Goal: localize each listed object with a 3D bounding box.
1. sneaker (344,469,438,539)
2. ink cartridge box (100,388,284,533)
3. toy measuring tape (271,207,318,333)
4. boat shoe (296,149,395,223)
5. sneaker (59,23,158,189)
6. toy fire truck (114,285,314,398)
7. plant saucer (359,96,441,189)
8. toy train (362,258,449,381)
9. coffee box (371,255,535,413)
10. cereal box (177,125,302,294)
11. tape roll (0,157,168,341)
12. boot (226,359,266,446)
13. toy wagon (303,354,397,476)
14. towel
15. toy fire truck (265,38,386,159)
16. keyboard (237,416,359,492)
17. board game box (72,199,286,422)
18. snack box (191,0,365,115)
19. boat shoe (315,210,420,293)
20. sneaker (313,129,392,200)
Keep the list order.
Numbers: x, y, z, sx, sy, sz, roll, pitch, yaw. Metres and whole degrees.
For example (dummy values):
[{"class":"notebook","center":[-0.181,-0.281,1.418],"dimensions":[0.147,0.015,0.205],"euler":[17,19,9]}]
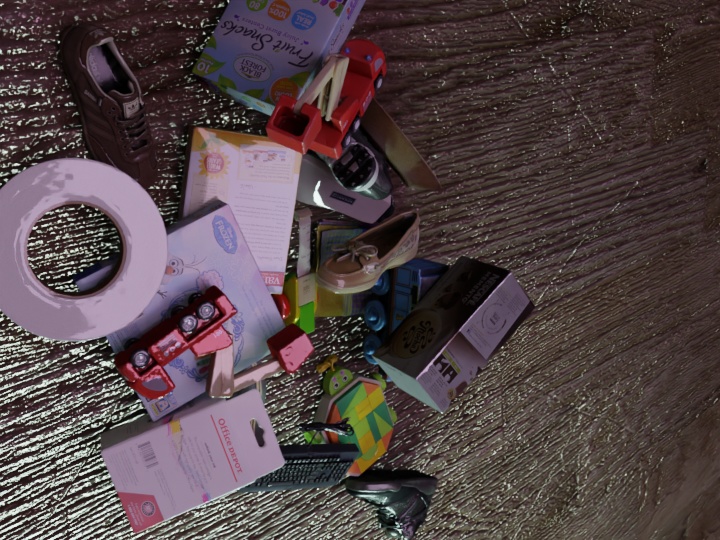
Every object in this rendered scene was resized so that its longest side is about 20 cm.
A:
[{"class":"sneaker","center":[0.047,0.384,1.412],"dimensions":[0.199,0.076,0.115],"euler":[19,82,-49]},{"class":"ink cartridge box","center":[-0.207,0.225,1.079],"dimensions":[0.199,0.067,0.117],"euler":[-21,104,-12]},{"class":"toy measuring tape","center":[-0.094,0.005,1.178],"dimensions":[0.073,0.073,0.201],"euler":[-20,122,-38]},{"class":"boat shoe","center":[-0.044,-0.140,1.203],"dimensions":[0.200,0.075,0.093],"euler":[24,43,-26]},{"class":"sneaker","center":[-0.272,-0.174,0.967],"dimensions":[0.070,0.075,0.200],"euler":[-38,124,-29]},{"class":"toy fire truck","center":[-0.170,0.099,1.025],"dimensions":[0.200,0.049,0.141],"euler":[-37,114,-13]},{"class":"plant saucer","center":[0.035,-0.180,1.188],"dimensions":[0.035,0.200,0.200],"euler":[-39,130,4]},{"class":"toy train","center":[0.067,0.071,1.291],"dimensions":[0.087,0.114,0.201],"euler":[-4,104,-42]},{"class":"coffee box","center":[0.128,0.084,1.195],"dimensions":[0.200,0.113,0.080],"euler":[-46,121,-13]},{"class":"cereal box","center":[-0.157,-0.074,1.096],"dimensions":[0.143,0.040,0.201],"euler":[6,100,-24]},{"class":"tape roll","center":[-0.313,-0.023,0.952],"dimensions":[0.202,0.037,0.204],"euler":[-3,98,-23]},{"class":"boot","center":[-0.198,0.178,1.136],"dimensions":[0.138,0.077,0.201],"euler":[-16,111,-34]},{"class":"toy wagon","center":[-0.018,0.222,1.334],"dimensions":[0.155,0.040,0.201],"euler":[-36,124,-31]},{"class":"towel","center":[0.000,0.000,1.303],"dimensions":[0.200,0.023,0.144],"euler":[2,99,-43]},{"class":"toy fire truck","center":[-0.033,-0.206,1.019],"dimensions":[0.200,0.049,0.141],"euler":[-62,165,-17]},{"class":"keyboard","center":[-0.076,0.264,1.235],"dimensions":[0.200,0.021,0.127],"euler":[9,112,-45]},{"class":"board game box","center":[-0.211,0.048,1.054],"dimensions":[0.199,0.043,0.200],"euler":[-29,112,-16]},{"class":"snack box","center":[-0.094,-0.292,1.054],"dimensions":[0.200,0.142,0.053],"euler":[-64,164,-9]},{"class":"boat shoe","center":[0.012,-0.029,1.196],"dimensions":[0.200,0.073,0.063],"euler":[-33,143,-47]},{"class":"sneaker","center":[-0.018,-0.158,1.138],"dimensions":[0.066,0.200,0.090],"euler":[-42,142,12]}]
